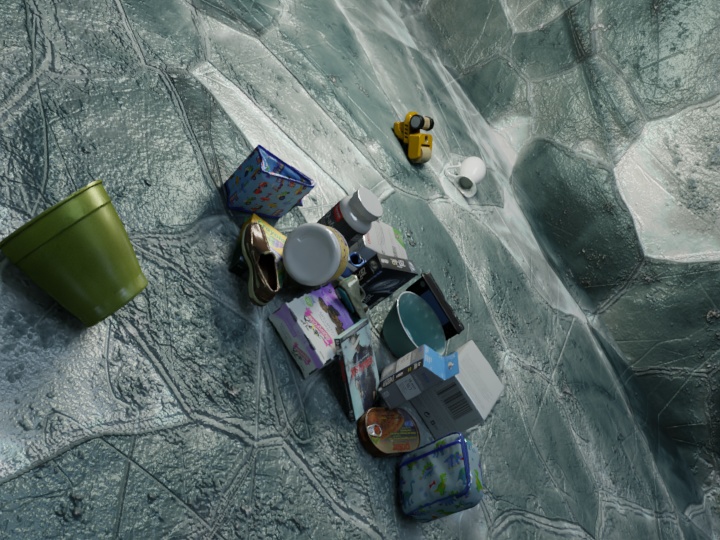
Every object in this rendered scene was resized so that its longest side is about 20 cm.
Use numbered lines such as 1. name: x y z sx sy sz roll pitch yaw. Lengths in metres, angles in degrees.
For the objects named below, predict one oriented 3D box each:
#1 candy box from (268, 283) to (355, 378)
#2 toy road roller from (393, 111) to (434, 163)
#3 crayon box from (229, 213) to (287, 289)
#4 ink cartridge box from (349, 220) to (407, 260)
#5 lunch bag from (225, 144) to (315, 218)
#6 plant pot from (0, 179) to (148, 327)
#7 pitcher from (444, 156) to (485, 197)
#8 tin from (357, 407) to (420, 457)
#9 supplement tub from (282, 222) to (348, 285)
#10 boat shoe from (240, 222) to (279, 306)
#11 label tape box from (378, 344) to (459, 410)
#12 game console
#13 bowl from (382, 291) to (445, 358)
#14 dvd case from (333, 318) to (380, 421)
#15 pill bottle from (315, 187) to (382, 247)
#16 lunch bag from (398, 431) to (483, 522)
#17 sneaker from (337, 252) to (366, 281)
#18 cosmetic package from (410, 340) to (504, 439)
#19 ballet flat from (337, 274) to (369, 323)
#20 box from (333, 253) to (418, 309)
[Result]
1. candy box: -0.101 0.139 1.514 0.170 0.071 0.199 57 30 6
2. toy road roller: 0.211 -0.541 2.574 0.122 0.143 0.206 -11 105 -56
3. crayon box: -0.237 -0.049 1.536 0.125 0.051 0.203 37 35 -26
4. ink cartridge box: 0.044 -0.075 1.903 0.198 0.084 0.149 25 41 -38
5. lunch bag: -0.220 -0.203 1.612 0.198 0.150 0.096 22 42 -40
6. plant pot: -0.472 -0.017 1.084 0.195 0.198 0.201 58 30 -15
7. pitcher: 0.463 -0.434 2.796 0.170 0.122 0.201 35 44 0
8. tin: 0.070 0.393 1.532 0.198 0.042 0.114 14 45 -46
9. supplement tub: -0.105 -0.039 1.567 0.147 0.144 0.200 55 7 3
10. boat shoe: -0.216 -0.025 1.423 0.074 0.074 0.207 10 57 -44
11. label tape box: 0.145 0.249 1.579 0.064 0.198 0.144 57 13 -9
12. game console: 0.208 0.118 1.869 0.115 0.175 0.203 -23 78 -46
13. bowl: 0.137 0.173 1.767 0.199 0.104 0.204 33 38 -30
14. dvd case: -0.004 0.235 1.517 0.145 0.022 0.205 -26 108 -59
15. pill bottle: -0.039 -0.130 1.736 0.115 0.199 0.117 32 36 -28
16. lunch bag: 0.178 0.470 1.445 0.082 0.198 0.163 39 35 -32
17. sneaker: 0.000 0.000 1.758 0.073 0.084 0.198 32 12 39
18. cosmetic package: 0.261 0.328 1.726 0.167 0.164 0.199 56 32 4
19. ballet flat: -0.005 0.093 1.608 0.067 0.062 0.202 33 -27 38
20. box: 0.032 0.034 1.672 0.158 0.199 0.044 9 51 -49
